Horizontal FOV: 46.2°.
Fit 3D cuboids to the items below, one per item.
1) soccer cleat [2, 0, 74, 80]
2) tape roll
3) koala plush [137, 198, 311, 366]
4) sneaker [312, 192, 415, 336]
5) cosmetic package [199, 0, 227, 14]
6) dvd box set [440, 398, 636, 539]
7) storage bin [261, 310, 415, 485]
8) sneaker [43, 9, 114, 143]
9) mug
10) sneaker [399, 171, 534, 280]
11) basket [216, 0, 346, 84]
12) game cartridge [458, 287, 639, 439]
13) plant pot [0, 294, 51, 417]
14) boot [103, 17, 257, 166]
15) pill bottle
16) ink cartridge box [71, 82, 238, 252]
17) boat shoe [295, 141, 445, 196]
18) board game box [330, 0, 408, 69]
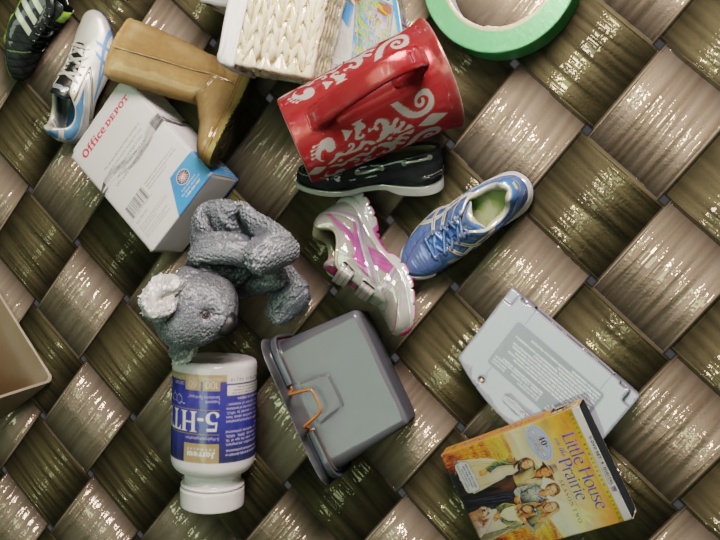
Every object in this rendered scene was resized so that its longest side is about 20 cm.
[{"bbox_3d":[-0.486,-0.382,1.285,0.080,0.067,0.203,24,103,12],"label":"soccer cleat"},{"bbox_3d":[0.175,-0.366,1.040,0.196,0.048,0.205,0,91,21],"label":"tape roll"},{"bbox_3d":[-0.194,0.023,1.098,0.182,0.178,0.200,34,69,23],"label":"koala plush"},{"bbox_3d":[0.000,0.000,1.085,0.087,0.082,0.202,-23,73,-22],"label":"sneaker"},{"bbox_3d":[-0.144,-0.444,1.134,0.073,0.101,0.204,15,98,21],"label":"cosmetic package"},{"bbox_3d":[0.212,0.256,1.025,0.198,0.029,0.149,-26,90,30],"label":"dvd box set"},{"bbox_3d":[-0.023,0.150,1.091,0.133,0.145,0.203,-28,82,9],"label":"storage bin"},{"bbox_3d":[-0.420,-0.290,1.262,0.071,0.072,0.204,19,97,21],"label":"sneaker"},{"bbox_3d":[0.004,-0.207,0.993,0.197,0.178,0.135,-24,58,1],"label":"mug"},{"bbox_3d":[0.122,-0.058,1.053,0.199,0.077,0.076,-39,80,19],"label":"sneaker"},{"bbox_3d":[-0.087,-0.336,1.050,0.121,0.136,0.204,13,98,6],"label":"basket"},{"bbox_3d":[0.224,0.136,1.042,0.199,0.040,0.134,42,102,15],"label":"game cartridge"},{"bbox_3d":[-0.641,0.165,1.306,0.177,0.199,0.201,-45,76,28],"label":"plant pot"},{"bbox_3d":[-0.257,-0.242,1.152,0.196,0.067,0.178,19,59,1],"label":"boot"},{"bbox_3d":[-0.202,0.222,1.165,0.117,0.119,0.205,2,92,21],"label":"pill bottle"},{"bbox_3d":[-0.295,-0.148,1.209,0.200,0.083,0.145,46,106,15],"label":"ink cartridge box"},{"bbox_3d":[0.010,-0.136,1.084,0.195,0.076,0.061,-2,122,5],"label":"boat shoe"},{"bbox_3d":[0.004,-0.263,1.116,0.132,0.034,0.205,-9,88,21],"label":"board game box"}]
